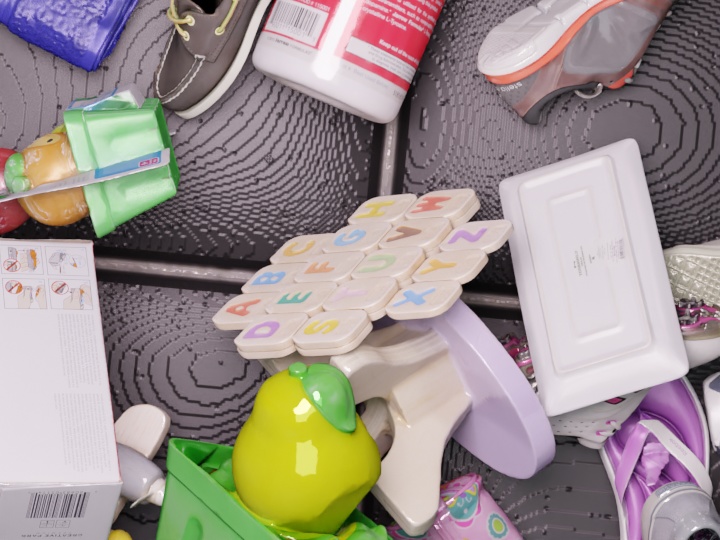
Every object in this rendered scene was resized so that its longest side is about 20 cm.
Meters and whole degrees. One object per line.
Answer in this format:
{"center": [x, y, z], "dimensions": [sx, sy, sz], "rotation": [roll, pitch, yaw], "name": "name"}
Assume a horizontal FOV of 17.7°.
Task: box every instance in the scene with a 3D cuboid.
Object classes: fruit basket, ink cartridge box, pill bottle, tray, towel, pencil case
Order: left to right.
{"center": [-0.244, -0.248, 1.660], "dimensions": [0.200, 0.050, 0.148], "rotation": [27, 83, -1], "name": "towel"}
{"center": [-0.222, 0.109, 1.549], "dimensions": [0.084, 0.176, 0.200], "rotation": [1, 51, -17], "name": "ink cartridge box"}
{"center": [-0.226, -0.069, 1.591], "dimensions": [0.199, 0.185, 0.094], "rotation": [-8, 99, -1], "name": "fruit basket"}
{"center": [-0.032, 0.155, 1.523], "dimensions": [0.215, 0.155, 0.216], "rotation": [-11, 73, 41], "name": "fruit basket"}
{"center": [0.010, -0.214, 1.628], "dimensions": [0.112, 0.112, 0.200], "rotation": [23, 90, -1], "name": "pill bottle"}
{"center": [0.098, 0.246, 1.650], "dimensions": [0.087, 0.087, 0.200], "rotation": [-29, 90, 0], "name": "pencil case"}
{"center": [0.159, -0.001, 1.614], "dimensions": [0.107, 0.022, 0.200], "rotation": [-17, 56, 13], "name": "tray"}

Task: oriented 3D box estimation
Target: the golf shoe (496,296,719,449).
{"center": [0.174, 0.077, 1.644], "dimensions": [0.200, 0.073, 0.092], "rotation": [-16, 103, 22], "name": "golf shoe"}

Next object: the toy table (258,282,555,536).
{"center": [0.025, 0.087, 1.598], "dimensions": [0.117, 0.184, 0.200], "rotation": [-32, 53, -23], "name": "toy table"}

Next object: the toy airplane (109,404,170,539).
{"center": [-0.208, 0.208, 1.616], "dimensions": [0.199, 0.141, 0.201], "rotation": [-12, 91, 0], "name": "toy airplane"}

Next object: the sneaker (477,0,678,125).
{"center": [0.181, -0.176, 1.664], "dimensions": [0.200, 0.077, 0.082], "rotation": [-31, 118, 1], "name": "sneaker"}

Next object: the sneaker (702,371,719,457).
{"center": [0.326, 0.160, 1.653], "dimensions": [0.129, 0.079, 0.200], "rotation": [-12, 81, 8], "name": "sneaker"}

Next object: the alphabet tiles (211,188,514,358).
{"center": [0.000, 0.000, 1.589], "dimensions": [0.195, 0.200, 0.015], "rotation": [-4, 120, 36], "name": "alphabet tiles"}

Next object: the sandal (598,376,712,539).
{"center": [0.218, 0.155, 1.667], "dimensions": [0.082, 0.050, 0.203], "rotation": [-9, 91, -1], "name": "sandal"}

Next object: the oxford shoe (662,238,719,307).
{"center": [0.267, 0.006, 1.666], "dimensions": [0.200, 0.058, 0.075], "rotation": [-18, 98, 14], "name": "oxford shoe"}

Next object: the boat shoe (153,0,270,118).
{"center": [-0.100, -0.193, 1.613], "dimensions": [0.060, 0.072, 0.201], "rotation": [11, 127, -36], "name": "boat shoe"}

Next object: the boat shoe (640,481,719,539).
{"center": [0.240, 0.248, 1.629], "dimensions": [0.070, 0.072, 0.201], "rotation": [-16, 116, -5], "name": "boat shoe"}
